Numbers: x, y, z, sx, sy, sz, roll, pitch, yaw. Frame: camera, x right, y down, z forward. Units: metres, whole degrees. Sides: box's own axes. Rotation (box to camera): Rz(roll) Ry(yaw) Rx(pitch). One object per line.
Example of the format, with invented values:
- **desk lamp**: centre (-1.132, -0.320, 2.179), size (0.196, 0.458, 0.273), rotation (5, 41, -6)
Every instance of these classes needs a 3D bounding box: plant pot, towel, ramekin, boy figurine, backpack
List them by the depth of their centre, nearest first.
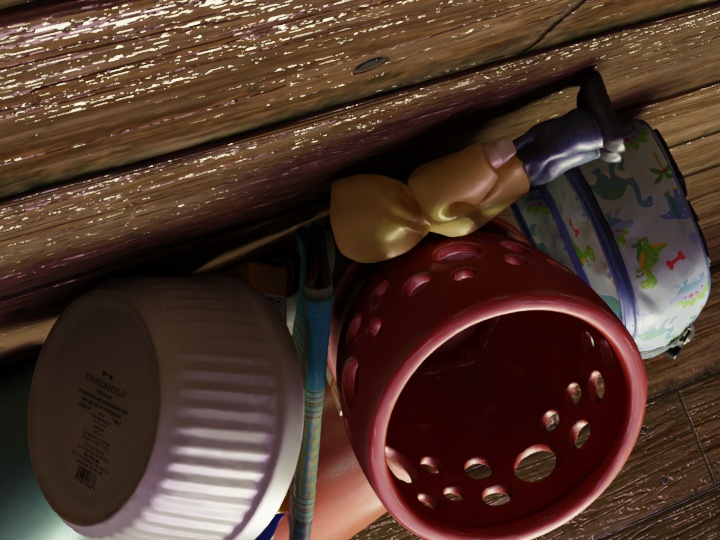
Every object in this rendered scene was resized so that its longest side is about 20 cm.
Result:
- **boy figurine**: centre (0.075, -0.062, 1.066), size (0.199, 0.065, 0.124), rotation (-21, 173, 5)
- **ramekin**: centre (-0.141, 0.097, 1.099), size (0.105, 0.201, 0.200), rotation (10, 152, -43)
- **plant pot**: centre (0.075, 0.061, 1.126), size (0.199, 0.201, 0.183), rotation (-21, -147, -5)
- **towel**: centre (-0.041, 0.081, 1.151), size (0.022, 0.201, 0.147), rotation (4, -160, -6)
- **plant pot**: centre (-0.287, 0.170, 1.295), size (0.188, 0.200, 0.200), rotation (-36, 175, -10)
- **backpack**: centre (0.194, -0.014, 1.300), size (0.146, 0.184, 0.200), rotation (-20, 166, -8)
- **plant pot**: centre (-0.042, 0.176, 1.527), size (0.195, 0.201, 0.201), rotation (-33, 169, 21)

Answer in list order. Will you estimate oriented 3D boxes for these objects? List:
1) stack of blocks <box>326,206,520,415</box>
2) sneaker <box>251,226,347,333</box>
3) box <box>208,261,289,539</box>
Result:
- **stack of blocks**: centre (0.045, 0.027, 1.278), size (0.114, 0.059, 0.201), rotation (-5, 140, -18)
- **sneaker**: centre (-0.082, 0.027, 1.248), size (0.200, 0.074, 0.079), rotation (-33, 140, 25)
- **box**: centre (-0.103, 0.103, 1.162), size (0.041, 0.201, 0.119), rotation (13, 160, -41)
